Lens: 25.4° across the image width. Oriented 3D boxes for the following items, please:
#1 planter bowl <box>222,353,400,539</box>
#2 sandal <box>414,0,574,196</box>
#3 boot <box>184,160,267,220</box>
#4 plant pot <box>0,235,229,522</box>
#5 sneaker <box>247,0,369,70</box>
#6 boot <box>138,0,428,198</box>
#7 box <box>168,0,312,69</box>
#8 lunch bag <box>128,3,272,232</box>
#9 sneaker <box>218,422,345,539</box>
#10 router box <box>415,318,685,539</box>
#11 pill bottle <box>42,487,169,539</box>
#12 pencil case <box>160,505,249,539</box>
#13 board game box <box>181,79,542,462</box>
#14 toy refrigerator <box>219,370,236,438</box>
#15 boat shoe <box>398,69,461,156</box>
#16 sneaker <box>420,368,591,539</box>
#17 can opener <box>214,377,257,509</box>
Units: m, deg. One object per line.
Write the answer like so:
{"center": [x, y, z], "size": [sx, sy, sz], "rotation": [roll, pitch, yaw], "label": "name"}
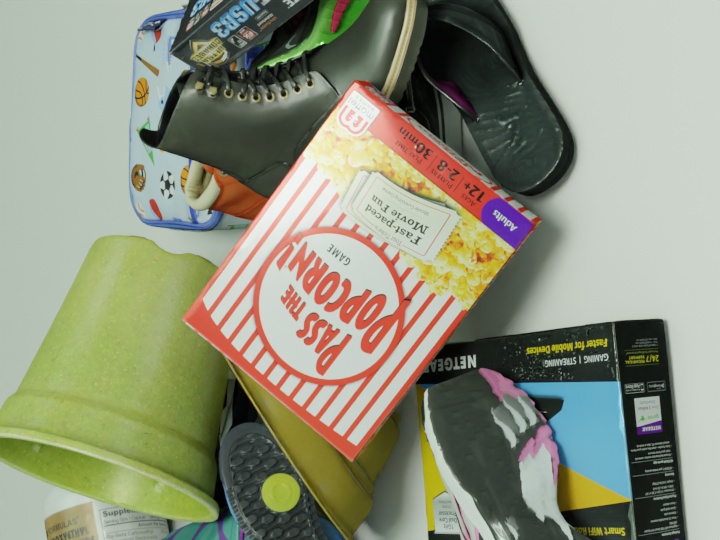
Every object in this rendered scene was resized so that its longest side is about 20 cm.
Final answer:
{"center": [-0.027, 0.095, 1.180], "size": [0.201, 0.083, 0.200], "rotation": [57, 177, 4], "label": "planter bowl"}
{"center": [0.076, -0.138, 1.074], "size": [0.075, 0.048, 0.201], "rotation": [-47, 55, 21], "label": "sandal"}
{"center": [-0.066, -0.096, 1.227], "size": [0.200, 0.106, 0.076], "rotation": [131, 137, -51], "label": "boot"}
{"center": [-0.181, 0.080, 1.271], "size": [0.200, 0.199, 0.186], "rotation": [-11, 57, 55], "label": "plant pot"}
{"center": [-0.027, -0.195, 1.232], "size": [0.200, 0.076, 0.084], "rotation": [-41, 39, 45], "label": "sneaker"}
{"center": [-0.053, -0.131, 1.095], "size": [0.201, 0.137, 0.078], "rotation": [-57, 24, 30], "label": "boot"}
{"center": [-0.056, -0.269, 1.206], "size": [0.200, 0.049, 0.200], "rotation": [-29, 41, 51], "label": "box"}
{"center": [-0.136, -0.135, 1.379], "size": [0.160, 0.075, 0.202], "rotation": [7, 98, 53], "label": "lunch bag"}
{"center": [-0.048, 0.211, 1.227], "size": [0.201, 0.066, 0.079], "rotation": [55, 166, 11], "label": "sneaker"}
{"center": [0.117, 0.115, 1.030], "size": [0.199, 0.051, 0.151], "rotation": [-13, 81, 54], "label": "router box"}
{"center": [-0.238, 0.244, 1.500], "size": [0.114, 0.114, 0.202], "rotation": [-34, 64, 51], "label": "pill bottle"}
{"center": [-0.106, 0.244, 1.332], "size": [0.200, 0.092, 0.086], "rotation": [-30, 32, 53], "label": "pencil case"}
{"center": [0.000, 0.000, 1.056], "size": [0.151, 0.046, 0.201], "rotation": [38, 101, 7], "label": "board game box"}
{"center": [-0.195, 0.076, 1.471], "size": [0.200, 0.069, 0.076], "rotation": [46, 127, 44], "label": "toy refrigerator"}
{"center": [0.031, -0.085, 1.141], "size": [0.071, 0.063, 0.202], "rotation": [-23, 71, 53], "label": "boat shoe"}
{"center": [0.084, 0.158, 0.975], "size": [0.087, 0.080, 0.201], "rotation": [116, 140, -48], "label": "sneaker"}
{"center": [-0.111, 0.110, 1.365], "size": [0.079, 0.063, 0.202], "rotation": [-163, 84, -81], "label": "can opener"}
